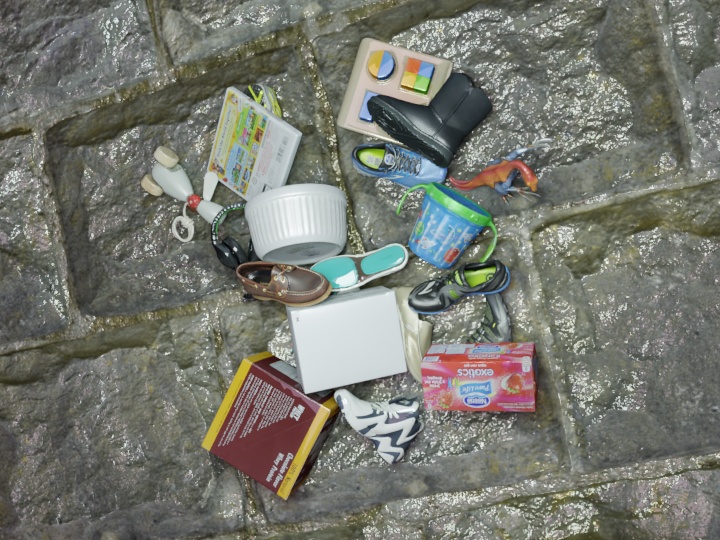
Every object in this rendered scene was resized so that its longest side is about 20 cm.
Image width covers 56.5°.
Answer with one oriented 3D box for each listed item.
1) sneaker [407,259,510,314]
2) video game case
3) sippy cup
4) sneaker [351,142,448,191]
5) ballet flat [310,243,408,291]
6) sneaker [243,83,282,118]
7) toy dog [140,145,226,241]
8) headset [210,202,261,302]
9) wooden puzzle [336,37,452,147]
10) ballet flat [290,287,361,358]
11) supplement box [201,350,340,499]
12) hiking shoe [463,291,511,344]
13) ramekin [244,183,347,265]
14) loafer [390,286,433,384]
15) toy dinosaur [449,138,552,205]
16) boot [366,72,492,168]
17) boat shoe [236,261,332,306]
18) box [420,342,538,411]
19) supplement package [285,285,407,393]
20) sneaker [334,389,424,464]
[{"bbox_3d":[0.179,0.022,1.252,0.198,0.083,0.071,-18,57,12],"label":"sneaker"},{"bbox_3d":[-0.219,-0.236,1.352,0.181,0.023,0.201,35,127,14],"label":"video game case"},{"bbox_3d":[0.160,-0.079,1.274,0.178,0.139,0.131,42,110,35],"label":"sippy cup"},{"bbox_3d":[0.072,-0.203,1.307,0.198,0.089,0.079,11,93,11],"label":"sneaker"},{"bbox_3d":[0.000,0.000,1.295,0.198,0.069,0.070,-15,87,11],"label":"ballet flat"},{"bbox_3d":[-0.182,-0.279,1.371,0.075,0.076,0.202,6,112,28],"label":"sneaker"},{"bbox_3d":[-0.364,-0.170,1.410,0.131,0.096,0.201,-31,97,19],"label":"toy dog"},{"bbox_3d":[-0.240,-0.036,1.377,0.122,0.094,0.202,-11,88,-21],"label":"headset"},{"bbox_3d":[0.064,-0.353,1.331,0.198,0.046,0.187,18,94,12],"label":"wooden puzzle"},{"bbox_3d":[-0.062,0.110,1.352,0.069,0.069,0.201,37,94,10],"label":"ballet flat"},{"bbox_3d":[-0.168,0.301,1.335,0.199,0.133,0.198,28,95,11],"label":"supplement box"},{"bbox_3d":[0.236,0.137,1.277,0.100,0.076,0.202,-3,90,9],"label":"hiking shoe"},{"bbox_3d":[-0.117,-0.081,1.284,0.198,0.200,0.106,-12,76,12],"label":"ramekin"},{"bbox_3d":[0.112,0.123,1.305,0.068,0.076,0.202,-18,85,17],"label":"loafer"},{"bbox_3d":[0.260,-0.162,1.219,0.198,0.181,0.106,-15,87,12],"label":"toy dinosaur"},{"bbox_3d":[0.133,-0.312,1.273,0.199,0.076,0.169,35,73,3],"label":"boot"},{"bbox_3d":[-0.148,0.021,1.245,0.198,0.071,0.071,0,51,32],"label":"boat shoe"},{"bbox_3d":[0.216,0.190,1.209,0.198,0.100,0.096,-4,103,19],"label":"box"},{"bbox_3d":[-0.029,0.127,1.275,0.198,0.111,0.157,-10,96,-10],"label":"supplement package"},{"bbox_3d":[0.048,0.270,1.297,0.129,0.079,0.199,-42,107,-3],"label":"sneaker"}]
